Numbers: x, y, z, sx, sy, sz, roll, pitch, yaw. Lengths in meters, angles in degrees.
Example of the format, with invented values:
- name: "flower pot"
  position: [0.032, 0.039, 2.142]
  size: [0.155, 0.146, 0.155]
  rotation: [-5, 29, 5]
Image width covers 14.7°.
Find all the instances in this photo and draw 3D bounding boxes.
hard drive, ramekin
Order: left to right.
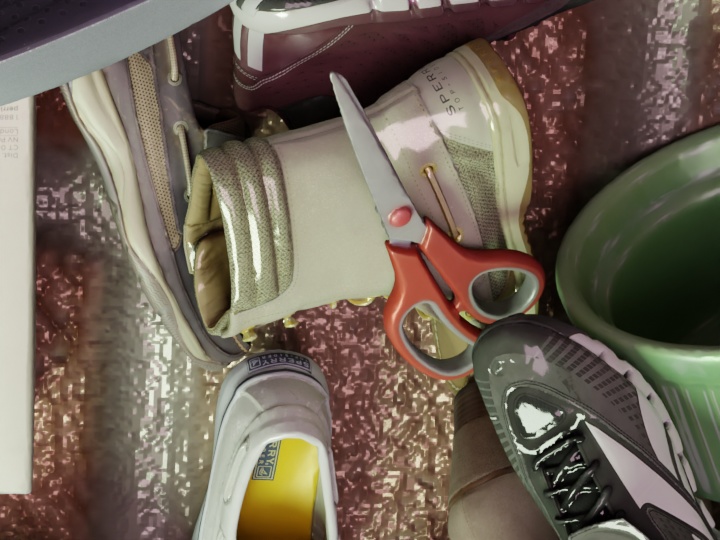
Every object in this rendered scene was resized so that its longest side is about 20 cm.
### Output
- name: "hard drive"
  position: [-0.132, -0.137, 1.180]
  size: [0.199, 0.135, 0.042]
  rotation: [-25, 144, -13]
- name: "ramekin"
  position: [0.196, 0.017, 1.264]
  size: [0.199, 0.200, 0.098]
  rotation: [-20, 119, 0]

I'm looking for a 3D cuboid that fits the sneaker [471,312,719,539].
- name: "sneaker"
  position: [0.110, 0.109, 1.182]
  size: [0.066, 0.091, 0.200]
  rotation: [-28, 104, 25]

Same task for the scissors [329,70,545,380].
- name: "scissors"
  position: [0.015, -0.013, 1.189]
  size: [0.073, 0.014, 0.200]
  rotation: [-38, 140, 9]

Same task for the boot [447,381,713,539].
- name: "boot"
  position: [0.110, 0.137, 1.293]
  size: [0.199, 0.147, 0.070]
  rotation: [25, 125, -37]

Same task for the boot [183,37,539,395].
- name: "boot"
  position: [0.000, 0.000, 1.254]
  size: [0.154, 0.072, 0.201]
  rotation: [-21, 138, -16]

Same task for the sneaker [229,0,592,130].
- name: "sneaker"
  position: [0.028, -0.112, 1.265]
  size: [0.199, 0.076, 0.116]
  rotation: [-9, 139, -19]

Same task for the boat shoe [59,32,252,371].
- name: "boat shoe"
  position: [-0.082, -0.047, 1.260]
  size: [0.073, 0.075, 0.201]
  rotation: [-22, 116, -2]

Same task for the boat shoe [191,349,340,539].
- name: "boat shoe"
  position: [-0.038, 0.142, 1.314]
  size: [0.074, 0.086, 0.203]
  rotation: [1, 125, -11]

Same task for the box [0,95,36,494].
- name: "box"
  position: [-0.184, -0.007, 1.249]
  size: [0.077, 0.095, 0.201]
  rotation: [0, 110, -7]
